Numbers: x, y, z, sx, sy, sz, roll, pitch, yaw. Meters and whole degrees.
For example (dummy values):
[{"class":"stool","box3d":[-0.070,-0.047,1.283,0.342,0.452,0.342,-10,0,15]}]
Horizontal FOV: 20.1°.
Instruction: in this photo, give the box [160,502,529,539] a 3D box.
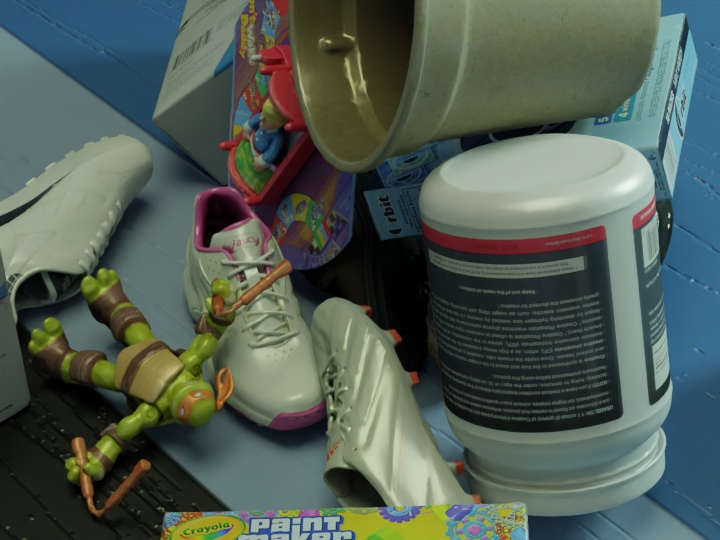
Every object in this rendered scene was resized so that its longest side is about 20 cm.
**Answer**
[{"class":"box","box3d":[-0.007,0.231,1.060,0.199,0.122,0.193,-2,39,3]}]

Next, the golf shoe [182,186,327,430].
[{"class":"golf shoe","box3d":[-0.075,0.023,1.351,0.075,0.092,0.200,-16,42,-17]}]

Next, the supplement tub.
[{"class":"supplement tub","box3d":[0.113,0.030,1.216,0.140,0.201,0.140,-7,19,2]}]

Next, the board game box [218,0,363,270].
[{"class":"board game box","box3d":[-0.062,-0.100,1.384,0.039,0.201,0.158,-4,14,-35]}]

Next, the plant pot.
[{"class":"plant pot","box3d":[0.076,-0.161,1.251,0.183,0.201,0.201,-2,36,-23]}]

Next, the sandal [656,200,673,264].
[{"class":"sandal","box3d":[0.195,-0.031,1.417,0.048,0.075,0.201,31,43,1]}]

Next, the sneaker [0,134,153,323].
[{"class":"sneaker","box3d":[-0.211,-0.024,1.447,0.080,0.077,0.200,37,53,18]}]

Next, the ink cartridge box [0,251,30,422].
[{"class":"ink cartridge box","box3d":[-0.299,-0.003,1.311,0.084,0.201,0.145,-31,46,-31]}]

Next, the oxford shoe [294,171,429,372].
[{"class":"oxford shoe","box3d":[0.000,0.000,1.402,0.084,0.073,0.201,-33,46,24]}]

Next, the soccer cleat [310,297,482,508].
[{"class":"soccer cleat","box3d":[0.004,0.097,1.250,0.077,0.069,0.200,-15,54,-20]}]

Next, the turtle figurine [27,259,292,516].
[{"class":"turtle figurine","box3d":[-0.133,0.058,1.320,0.161,0.064,0.200,31,83,43]}]

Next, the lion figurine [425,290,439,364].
[{"class":"lion figurine","box3d":[0.116,-0.018,1.349,0.200,0.072,0.123,-46,16,8]}]

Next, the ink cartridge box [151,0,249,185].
[{"class":"ink cartridge box","box3d":[-0.069,-0.182,1.558,0.145,0.084,0.200,-34,29,29]}]

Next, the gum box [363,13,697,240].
[{"class":"gum box","box3d":[0.117,-0.097,1.362,0.199,0.045,0.170,-8,34,21]}]
